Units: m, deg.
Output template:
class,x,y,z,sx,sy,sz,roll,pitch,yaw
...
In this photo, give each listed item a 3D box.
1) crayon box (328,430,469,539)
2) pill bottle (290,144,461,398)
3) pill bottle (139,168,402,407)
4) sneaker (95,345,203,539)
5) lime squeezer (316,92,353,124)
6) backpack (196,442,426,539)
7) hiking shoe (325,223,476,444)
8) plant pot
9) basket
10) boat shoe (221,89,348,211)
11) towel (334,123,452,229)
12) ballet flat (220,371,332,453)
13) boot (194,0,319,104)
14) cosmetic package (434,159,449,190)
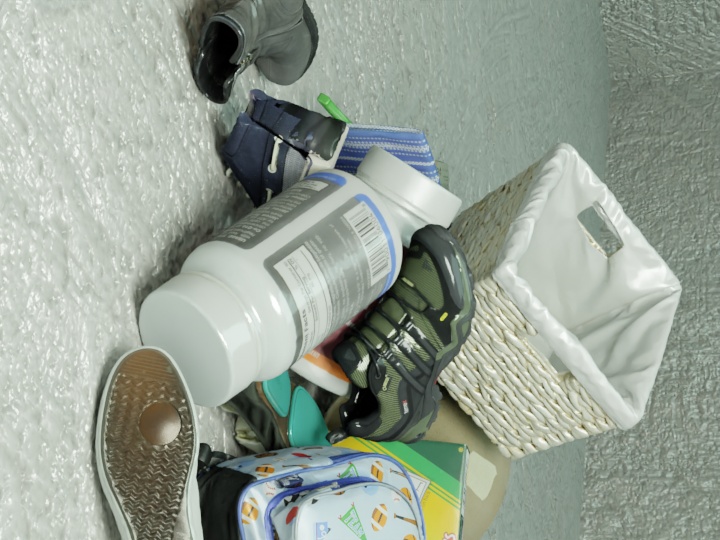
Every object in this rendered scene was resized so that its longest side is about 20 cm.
class,x,y,z,sx,sy,sz,roll,pitch,yaw
crayon box,0.005,0.252,1.231,0.058,0.170,0.203,62,33,-73
pill bottle,0.000,0.000,1.210,0.202,0.113,0.114,-59,162,3
pill bottle,-0.067,0.013,1.044,0.199,0.113,0.115,-36,127,-41
sneaker,-0.149,0.156,0.967,0.085,0.072,0.204,161,-77,-76
lime squeezer,0.000,-0.115,1.380,0.200,0.070,0.038,67,40,-73
backpack,-0.031,0.228,1.104,0.189,0.153,0.204,-12,103,-46
hiking shoe,0.030,0.059,1.135,0.100,0.075,0.203,-4,115,-38
plant pot,0.032,0.182,1.358,0.134,0.198,0.203,39,50,-43
basket,0.168,0.031,1.268,0.199,0.160,0.201,48,45,-16
boat shoe,-0.077,-0.079,1.183,0.201,0.092,0.075,116,-1,-54
towel,0.018,-0.068,1.362,0.201,0.143,0.024,69,34,-46
ballet flat,-0.079,0.116,1.157,0.201,0.067,0.069,67,29,-52
boot,-0.094,-0.188,1.139,0.132,0.069,0.201,-57,168,-24
cosmetic package,0.046,-0.018,1.516,0.073,0.102,0.204,-1,89,-73
